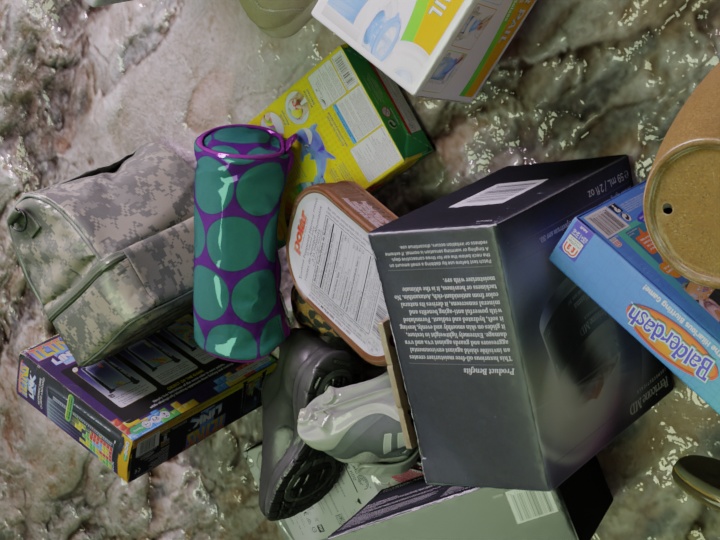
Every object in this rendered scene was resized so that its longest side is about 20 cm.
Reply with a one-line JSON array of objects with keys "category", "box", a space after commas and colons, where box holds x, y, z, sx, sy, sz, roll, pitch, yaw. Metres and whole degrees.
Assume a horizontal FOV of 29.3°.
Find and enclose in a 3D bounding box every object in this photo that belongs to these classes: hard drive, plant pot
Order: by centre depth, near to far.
[{"category": "plant pot", "box": [0.269, -0.063, 0.878, 0.186, 0.200, 0.188, 16, 117, 34]}, {"category": "hard drive", "box": [-0.019, 0.212, 1.351, 0.200, 0.038, 0.140, -25, 90, 43]}]

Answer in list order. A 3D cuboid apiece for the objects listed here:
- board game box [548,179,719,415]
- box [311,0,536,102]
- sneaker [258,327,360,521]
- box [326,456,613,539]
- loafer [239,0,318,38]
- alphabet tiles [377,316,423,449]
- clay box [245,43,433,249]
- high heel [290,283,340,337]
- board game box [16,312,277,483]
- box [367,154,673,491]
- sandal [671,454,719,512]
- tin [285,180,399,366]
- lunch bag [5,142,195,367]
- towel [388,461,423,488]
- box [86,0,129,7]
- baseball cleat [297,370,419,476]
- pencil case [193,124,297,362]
[{"category": "board game box", "box": [0.250, 0.021, 0.961, 0.200, 0.152, 0.045, 44, 130, 19]}, {"category": "box", "box": [0.074, -0.237, 1.004, 0.112, 0.101, 0.201, 40, 111, 21]}, {"category": "sneaker", "box": [-0.060, 0.144, 1.296, 0.091, 0.076, 0.201, 40, 122, 41]}, {"category": "box", "box": [0.094, 0.205, 1.134, 0.199, 0.141, 0.079, -22, 92, 22]}, {"category": "loafer", "box": [-0.029, -0.273, 1.102, 0.076, 0.068, 0.200, 47, 108, 26]}, {"category": "alphabet tiles", "box": [0.084, 0.056, 1.084, 0.008, 0.200, 0.168, -3, 105, 40]}, {"category": "clay box", "box": [-0.037, -0.106, 1.228, 0.200, 0.047, 0.115, -32, 85, 45]}, {"category": "high heel", "box": [0.020, 0.063, 1.244, 0.200, 0.071, 0.143, 48, 140, 15]}, {"category": "board game box", "box": [-0.209, 0.106, 1.359, 0.165, 0.200, 0.057, 31, 127, 28]}, {"category": "box", "box": [0.129, 0.035, 1.039, 0.123, 0.200, 0.200, -2, 107, 40]}, {"category": "sandal", "box": [0.329, 0.161, 1.007, 0.199, 0.080, 0.054, 13, 100, 35]}, {"category": "tin", "box": [0.000, 0.000, 1.140, 0.200, 0.042, 0.113, 41, 123, 46]}, {"category": "lunch bag", "box": [-0.224, -0.026, 1.323, 0.139, 0.200, 0.168, -35, 87, 41]}, {"category": "towel", "box": [0.085, 0.275, 1.260, 0.146, 0.030, 0.201, 15, 116, 17]}, {"category": "box", "box": [-0.171, -0.355, 1.138, 0.200, 0.199, 0.172, 51, 132, 15]}, {"category": "baseball cleat", "box": [0.041, 0.126, 1.182, 0.199, 0.070, 0.106, -14, 139, 40]}, {"category": "pencil case", "box": [-0.104, -0.025, 1.228, 0.092, 0.085, 0.201, 2, 113, 0]}]
